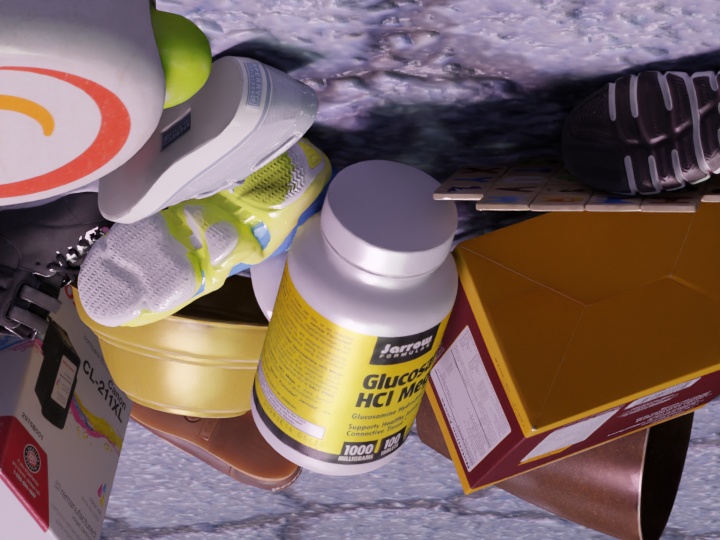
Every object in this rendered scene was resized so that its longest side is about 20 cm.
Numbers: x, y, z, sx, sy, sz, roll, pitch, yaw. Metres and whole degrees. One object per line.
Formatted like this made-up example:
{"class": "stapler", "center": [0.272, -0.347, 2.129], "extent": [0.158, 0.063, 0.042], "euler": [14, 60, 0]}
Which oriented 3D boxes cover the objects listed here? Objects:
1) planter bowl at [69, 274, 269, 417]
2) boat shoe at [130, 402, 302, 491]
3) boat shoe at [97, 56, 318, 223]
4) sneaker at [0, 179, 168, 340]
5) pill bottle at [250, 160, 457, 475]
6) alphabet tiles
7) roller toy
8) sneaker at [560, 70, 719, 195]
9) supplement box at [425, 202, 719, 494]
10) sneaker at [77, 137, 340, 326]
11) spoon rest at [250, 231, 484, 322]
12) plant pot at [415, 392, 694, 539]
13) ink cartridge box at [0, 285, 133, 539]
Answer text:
{"class": "planter bowl", "center": [-0.119, 0.055, 1.859], "extent": [0.199, 0.084, 0.200], "euler": [8, -170, -1]}
{"class": "boat shoe", "center": [-0.135, 0.117, 2.109], "extent": [0.200, 0.071, 0.070], "euler": [36, 169, 6]}
{"class": "boat shoe", "center": [-0.095, -0.072, 1.598], "extent": [0.071, 0.070, 0.201], "euler": [14, 156, -30]}
{"class": "sneaker", "center": [-0.200, -0.005, 1.771], "extent": [0.199, 0.100, 0.071], "euler": [-9, 159, 24]}
{"class": "pill bottle", "center": [-0.001, 0.030, 1.681], "extent": [0.112, 0.113, 0.201], "euler": [4, 134, -13]}
{"class": "alphabet tiles", "center": [0.151, -0.055, 1.618], "extent": [0.199, 0.006, 0.166], "euler": [1, -168, 13]}
{"class": "roller toy", "center": [-0.193, -0.129, 1.289], "extent": [0.182, 0.140, 0.200], "euler": [-21, 153, 26]}
{"class": "sneaker", "center": [0.230, -0.080, 1.571], "extent": [0.199, 0.076, 0.115], "euler": [-11, 163, 31]}
{"class": "supplement box", "center": [0.155, 0.041, 1.764], "extent": [0.196, 0.133, 0.200], "euler": [-18, 168, -16]}
{"class": "sneaker", "center": [-0.089, -0.017, 1.717], "extent": [0.199, 0.076, 0.105], "euler": [-29, 159, 25]}
{"class": "spoon rest", "center": [0.000, 0.000, 1.820], "extent": [0.199, 0.100, 0.060], "euler": [-1, 172, -39]}
{"class": "plant pot", "center": [0.152, 0.110, 2.067], "extent": [0.199, 0.188, 0.187], "euler": [10, 167, 18]}
{"class": "ink cartridge box", "center": [-0.245, 0.111, 1.920], "extent": [0.082, 0.201, 0.146], "euler": [-9, 137, 23]}
